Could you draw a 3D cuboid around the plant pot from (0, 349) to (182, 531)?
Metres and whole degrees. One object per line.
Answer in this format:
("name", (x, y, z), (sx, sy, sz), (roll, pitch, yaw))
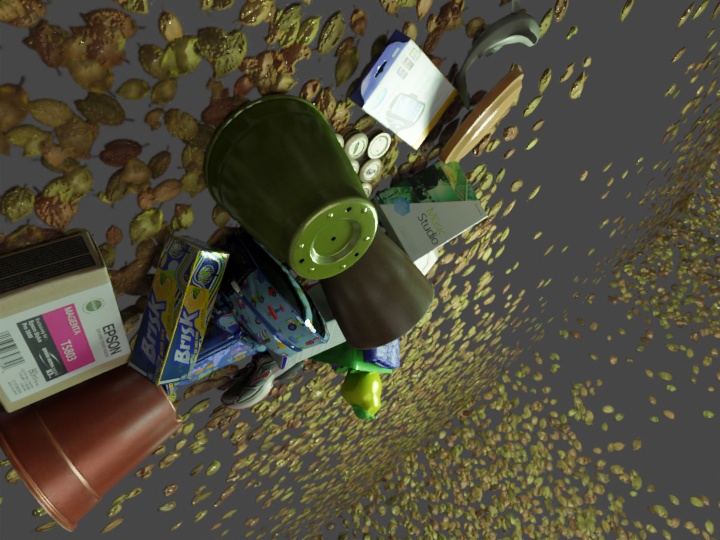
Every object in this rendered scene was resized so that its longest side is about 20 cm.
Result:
("plant pot", (-0.392, 0.233, 0.755), (0.195, 0.200, 0.202), (-35, 150, -30))

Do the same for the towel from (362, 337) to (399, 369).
("towel", (0.056, 0.117, 1.143), (0.049, 0.202, 0.148), (-5, 162, 23))

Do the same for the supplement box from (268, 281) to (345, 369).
("supplement box", (-0.094, 0.097, 1.010), (0.199, 0.101, 0.104), (-19, 143, -35))

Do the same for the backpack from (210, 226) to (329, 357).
("backpack", (-0.148, 0.059, 0.799), (0.134, 0.200, 0.183), (-41, 151, -3))

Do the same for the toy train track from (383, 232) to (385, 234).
("toy train track", (0.000, -0.016, 1.047), (0.115, 0.032, 0.201), (-50, 165, -35))

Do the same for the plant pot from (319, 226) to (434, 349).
("plant pot", (0.000, 0.000, 0.879), (0.187, 0.187, 0.201), (-38, 114, -8))

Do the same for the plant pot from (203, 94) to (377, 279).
("plant pot", (-0.078, -0.097, 0.677), (0.199, 0.193, 0.201), (-26, 144, -20))

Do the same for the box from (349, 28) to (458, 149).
("box", (0.067, -0.280, 0.791), (0.119, 0.042, 0.200), (-52, 147, 14))

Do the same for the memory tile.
("memory tile", (-0.031, -0.146, 0.863), (0.153, 0.017, 0.201), (-16, 140, -39))

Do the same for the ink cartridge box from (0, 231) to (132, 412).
("ink cartridge box", (-0.396, 0.068, 0.639), (0.164, 0.075, 0.201), (-23, 144, -29))

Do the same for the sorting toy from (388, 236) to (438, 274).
("sorting toy", (0.088, -0.019, 1.087), (0.200, 0.036, 0.185), (-54, 142, -16))

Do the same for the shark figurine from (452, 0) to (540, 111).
("shark figurine", (0.239, -0.372, 0.834), (0.214, 0.089, 0.128), (-38, 148, -12))

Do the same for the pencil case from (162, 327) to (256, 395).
("pencil case", (-0.265, 0.142, 0.882), (0.199, 0.078, 0.087), (-25, 175, -30))

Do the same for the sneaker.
("sneaker", (-0.209, 0.207, 1.051), (0.200, 0.081, 0.075), (-39, 121, -8))

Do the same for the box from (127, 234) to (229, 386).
("box", (-0.259, 0.056, 0.720), (0.064, 0.070, 0.201), (5, 106, -63))

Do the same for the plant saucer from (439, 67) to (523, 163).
("plant saucer", (0.220, -0.270, 0.909), (0.200, 0.032, 0.200), (-46, 175, -5))

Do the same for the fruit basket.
("fruit basket", (-0.014, 0.235, 1.177), (0.215, 0.155, 0.217), (-16, 109, -57))

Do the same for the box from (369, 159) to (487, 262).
("box", (0.134, -0.119, 0.976), (0.199, 0.145, 0.036), (-32, -178, -22))
